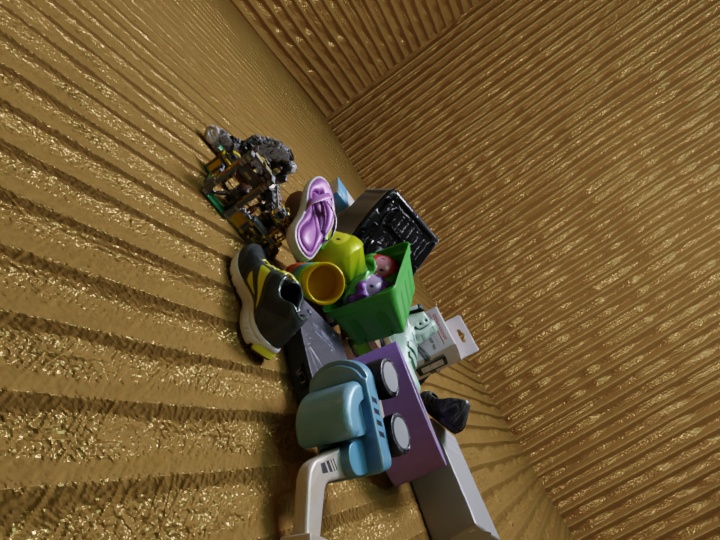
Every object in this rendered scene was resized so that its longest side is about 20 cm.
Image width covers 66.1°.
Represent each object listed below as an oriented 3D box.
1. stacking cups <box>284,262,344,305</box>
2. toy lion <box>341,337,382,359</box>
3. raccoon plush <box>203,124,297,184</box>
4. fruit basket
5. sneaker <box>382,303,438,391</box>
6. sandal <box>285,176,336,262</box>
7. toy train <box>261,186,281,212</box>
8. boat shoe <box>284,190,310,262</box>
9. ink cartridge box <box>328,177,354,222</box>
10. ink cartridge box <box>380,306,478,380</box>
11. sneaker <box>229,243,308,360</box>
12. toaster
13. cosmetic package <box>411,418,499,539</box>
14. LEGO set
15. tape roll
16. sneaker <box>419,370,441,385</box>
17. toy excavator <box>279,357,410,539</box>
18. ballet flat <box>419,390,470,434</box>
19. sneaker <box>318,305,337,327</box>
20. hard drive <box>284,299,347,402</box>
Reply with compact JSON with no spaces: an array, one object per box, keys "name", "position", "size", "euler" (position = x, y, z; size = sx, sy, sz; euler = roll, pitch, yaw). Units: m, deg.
[{"name":"stacking cups","position":[-0.084,0.010,0.858],"size":[0.061,0.060,0.200],"euler":[53,-13,-17]},{"name":"toy lion","position":[0.027,0.169,1.083],"size":[0.193,0.068,0.200],"euler":[60,7,-28]},{"name":"raccoon plush","position":[-0.207,-0.244,1.088],"size":[0.200,0.097,0.134],"euler":[40,9,-29]},{"name":"fruit basket","position":[0.000,0.000,0.965],"size":[0.216,0.154,0.217],"euler":[52,28,-43]},{"name":"sneaker","position":[0.112,0.153,1.121],"size":[0.074,0.117,0.202],"euler":[75,-4,-53]},{"name":"sandal","position":[-0.063,-0.084,0.889],"size":[0.083,0.049,0.204],"euler":[57,29,-32]},{"name":"toy train","position":[-0.183,-0.157,1.148],"size":[0.201,0.034,0.046],"euler":[-106,171,-61]},{"name":"boat shoe","position":[-0.108,-0.070,1.143],"size":[0.070,0.070,0.202],"euler":[68,5,-61]},{"name":"ink cartridge box","position":[-0.047,-0.088,1.299],"size":[0.201,0.128,0.125],"euler":[53,11,-21]},{"name":"ink cartridge box","position":[0.140,0.159,1.200],"size":[0.068,0.198,0.117],"euler":[62,3,-44]},{"name":"sneaker","position":[-0.116,0.028,0.739],"size":[0.075,0.084,0.201],"euler":[48,14,-44]},{"name":"toaster","position":[0.040,-0.063,1.184],"size":[0.200,0.181,0.118],"euler":[44,-13,-29]},{"name":"cosmetic package","position":[0.145,0.368,0.940],"size":[0.107,0.090,0.201],"euler":[47,17,-39]},{"name":"LEGO set","position":[-0.161,-0.128,0.909],"size":[0.201,0.115,0.154],"euler":[54,10,-17]},{"name":"tape roll","position":[0.056,0.218,0.856],"size":[0.200,0.084,0.202],"euler":[-22,90,-87]},{"name":"sneaker","position":[0.117,0.179,1.300],"size":[0.075,0.113,0.201],"euler":[43,17,-53]},{"name":"toy excavator","position":[-0.029,0.193,0.587],"size":[0.199,0.099,0.197],"euler":[17,57,-60]},{"name":"ballet flat","position":[0.153,0.249,1.004],"size":[0.066,0.057,0.200],"euler":[42,-8,-6]},{"name":"sneaker","position":[-0.040,0.032,1.075],"size":[0.077,0.075,0.200],"euler":[58,13,-14]},{"name":"hard drive","position":[-0.058,0.136,0.801],"size":[0.135,0.042,0.201],"euler":[49,12,-37]}]
